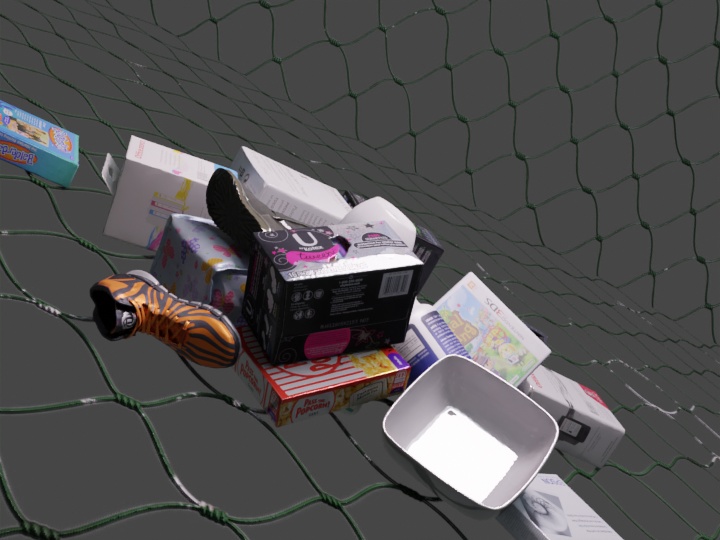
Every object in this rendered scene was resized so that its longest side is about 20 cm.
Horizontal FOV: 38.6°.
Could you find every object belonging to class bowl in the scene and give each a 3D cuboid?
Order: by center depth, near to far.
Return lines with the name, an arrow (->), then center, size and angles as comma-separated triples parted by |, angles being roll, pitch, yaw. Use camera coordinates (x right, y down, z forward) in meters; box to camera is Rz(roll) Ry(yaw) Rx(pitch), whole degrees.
bowl -> 0.140, 0.225, 1.341 | 0.199, 0.075, 0.199 | 33, 46, 20

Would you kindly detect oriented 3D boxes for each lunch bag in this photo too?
lunch bag -> -0.167, 0.016, 1.434 | 0.198, 0.129, 0.169 | 5, 26, -39

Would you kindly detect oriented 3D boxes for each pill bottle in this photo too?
pill bottle -> 0.089, 0.123, 1.504 | 0.201, 0.116, 0.115 | 55, 21, 14

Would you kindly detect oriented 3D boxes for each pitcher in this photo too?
pitcher -> 0.000, 0.000, 1.571 | 0.121, 0.201, 0.172 | 33, 14, -26

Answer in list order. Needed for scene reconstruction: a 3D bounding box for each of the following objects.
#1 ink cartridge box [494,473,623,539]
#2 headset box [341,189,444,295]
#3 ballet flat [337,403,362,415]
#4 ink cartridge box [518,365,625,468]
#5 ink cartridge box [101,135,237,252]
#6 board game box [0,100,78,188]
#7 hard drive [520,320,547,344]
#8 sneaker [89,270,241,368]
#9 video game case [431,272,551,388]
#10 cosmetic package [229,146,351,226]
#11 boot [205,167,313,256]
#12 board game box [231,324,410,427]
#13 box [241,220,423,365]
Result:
ink cartridge box -> 0.270, 0.348, 1.377 | 0.198, 0.041, 0.200 | 14, 22, -47
headset box -> 0.026, -0.015, 1.802 | 0.198, 0.176, 0.093 | 24, 16, -23
ballet flat -> -0.031, 0.136, 1.441 | 0.069, 0.070, 0.201 | 25, 23, -18
ink cartridge box -> 0.333, 0.237, 1.769 | 0.198, 0.084, 0.146 | 25, 16, -17
ink cartridge box -> -0.294, -0.106, 1.538 | 0.197, 0.127, 0.129 | 18, 17, -14
board game box -> -0.536, -0.210, 1.589 | 0.198, 0.045, 0.152 | 24, 16, -23
hard drive -> 0.224, 0.133, 1.814 | 0.198, 0.135, 0.043 | 23, 35, -28
sneaker -> -0.245, 0.069, 1.234 | 0.198, 0.079, 0.112 | 25, 16, 20
video game case -> 0.168, 0.127, 1.592 | 0.182, 0.199, 0.022 | 45, -22, 13
cosmetic package -> -0.132, -0.068, 1.686 | 0.198, 0.168, 0.168 | 22, 17, -31
boot -> -0.103, -0.060, 1.434 | 0.198, 0.073, 0.183 | 6, 39, -45
board game box -> -0.057, 0.119, 1.334 | 0.198, 0.047, 0.151 | -11, 38, -34
box -> -0.039, 0.022, 1.321 | 0.197, 0.134, 0.115 | -8, 37, -29
